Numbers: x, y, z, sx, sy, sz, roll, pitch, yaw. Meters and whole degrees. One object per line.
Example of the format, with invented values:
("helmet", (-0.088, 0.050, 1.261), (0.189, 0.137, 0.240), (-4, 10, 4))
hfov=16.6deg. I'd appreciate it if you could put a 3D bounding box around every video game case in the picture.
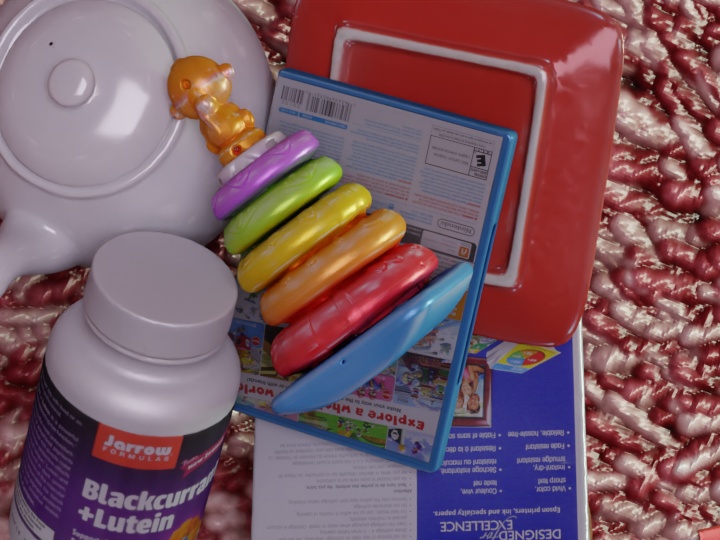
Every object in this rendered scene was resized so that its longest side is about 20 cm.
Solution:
("video game case", (0.000, 0.000, 1.405), (0.142, 0.018, 0.202), (16, 104, 15))

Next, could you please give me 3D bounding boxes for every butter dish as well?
("butter dish", (0.061, -0.076, 1.459), (0.199, 0.148, 0.201), (12, 103, 16))

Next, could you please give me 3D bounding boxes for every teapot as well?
("teapot", (-0.143, -0.100, 1.402), (0.196, 0.146, 0.201), (-20, 80, 6))

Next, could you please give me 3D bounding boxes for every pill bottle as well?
("pill bottle", (-0.129, 0.082, 1.393), (0.111, 0.112, 0.201), (11, 125, -9))

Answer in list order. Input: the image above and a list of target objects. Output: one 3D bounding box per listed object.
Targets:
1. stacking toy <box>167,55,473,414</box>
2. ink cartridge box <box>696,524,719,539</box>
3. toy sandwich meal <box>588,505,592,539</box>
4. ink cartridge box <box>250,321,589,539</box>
("stacking toy", (-0.041, -0.032, 1.341), (0.116, 0.110, 0.201), (-36, 89, 23))
("ink cartridge box", (0.284, 0.249, 1.535), (0.108, 0.050, 0.202), (-13, 92, -9))
("toy sandwich meal", (0.045, 0.172, 1.488), (0.203, 0.070, 0.207), (0, 89, -9))
("ink cartridge box", (0.034, 0.116, 1.441), (0.196, 0.047, 0.202), (-2, 68, 7))
